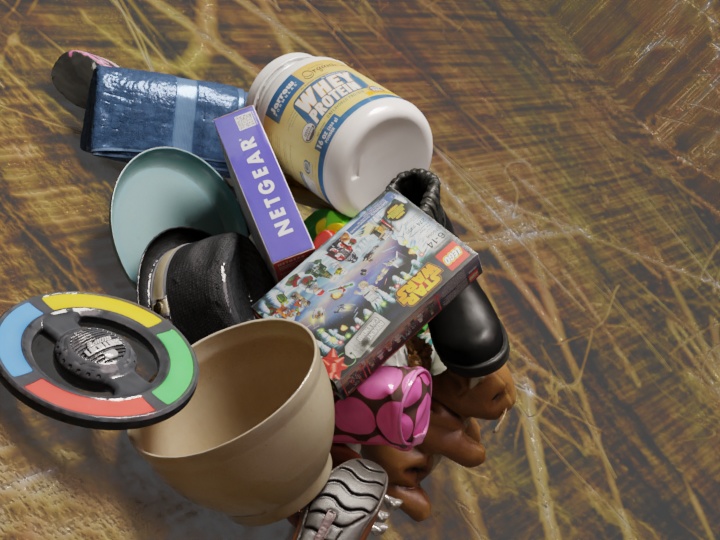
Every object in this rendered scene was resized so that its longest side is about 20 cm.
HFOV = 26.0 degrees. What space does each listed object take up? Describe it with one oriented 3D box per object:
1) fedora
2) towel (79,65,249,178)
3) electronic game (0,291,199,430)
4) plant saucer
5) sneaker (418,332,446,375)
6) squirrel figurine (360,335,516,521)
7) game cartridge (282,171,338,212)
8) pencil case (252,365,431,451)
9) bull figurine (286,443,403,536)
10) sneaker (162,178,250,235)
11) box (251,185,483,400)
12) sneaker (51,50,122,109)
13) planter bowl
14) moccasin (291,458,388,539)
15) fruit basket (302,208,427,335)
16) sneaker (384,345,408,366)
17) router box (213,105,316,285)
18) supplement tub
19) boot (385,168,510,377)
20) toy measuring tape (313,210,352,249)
[{"bbox_3d":[-0.145,0.032,1.665,0.200,0.092,0.201,28,48,-37],"label":"fedora"},{"bbox_3d":[-0.222,-0.174,1.831,0.200,0.112,0.049,8,-3,-18],"label":"towel"},{"bbox_3d":[-0.251,0.083,1.479,0.200,0.042,0.200,14,31,-8],"label":"electronic game"},{"bbox_3d":[-0.205,-0.038,1.736,0.200,0.027,0.200,20,61,-42],"label":"plant saucer"},{"bbox_3d":[0.105,0.106,1.936,0.070,0.093,0.200,33,7,-26],"label":"sneaker"},{"bbox_3d":[0.072,0.144,1.771,0.200,0.187,0.142,41,26,-7],"label":"squirrel figurine"},{"bbox_3d":[-0.005,-0.080,1.939,0.176,0.032,0.200,16,1,4],"label":"game cartridge"},{"bbox_3d":[-0.026,0.143,1.608,0.091,0.200,0.094,8,82,-66],"label":"pencil case"},{"bbox_3d":[-0.019,0.229,1.646,0.121,0.065,0.200,39,27,2],"label":"bull figurine"},{"bbox_3d":[-0.179,-0.061,1.840,0.091,0.066,0.200,47,23,10],"label":"sneaker"},{"bbox_3d":[0.007,0.020,1.594,0.137,0.200,0.040,39,-16,31],"label":"box"},{"bbox_3d":[-0.278,-0.202,1.895,0.200,0.080,0.086,45,14,-13],"label":"sneaker"},{"bbox_3d":[-0.107,0.161,1.510,0.200,0.200,0.135,-85,153,-58],"label":"planter bowl"},{"bbox_3d":[-0.029,0.268,1.514,0.074,0.078,0.202,18,51,6],"label":"moccasin"},{"bbox_3d":[-0.009,-0.009,1.943,0.215,0.155,0.216,23,47,-28],"label":"fruit basket"},{"bbox_3d":[0.005,0.092,1.720,0.074,0.085,0.200,42,50,-40],"label":"sneaker"},{"bbox_3d":[-0.096,-0.052,1.733,0.180,0.049,0.200,80,-12,-62],"label":"router box"},{"bbox_3d":[-0.028,-0.158,1.784,0.145,0.145,0.200,16,14,-45],"label":"supplement tub"},{"bbox_3d":[0.088,0.003,1.696,0.211,0.079,0.158,-115,-178,-47],"label":"boot"},{"bbox_3d":[0.000,0.000,1.698,0.074,0.074,0.200,22,14,-39],"label":"toy measuring tape"}]
